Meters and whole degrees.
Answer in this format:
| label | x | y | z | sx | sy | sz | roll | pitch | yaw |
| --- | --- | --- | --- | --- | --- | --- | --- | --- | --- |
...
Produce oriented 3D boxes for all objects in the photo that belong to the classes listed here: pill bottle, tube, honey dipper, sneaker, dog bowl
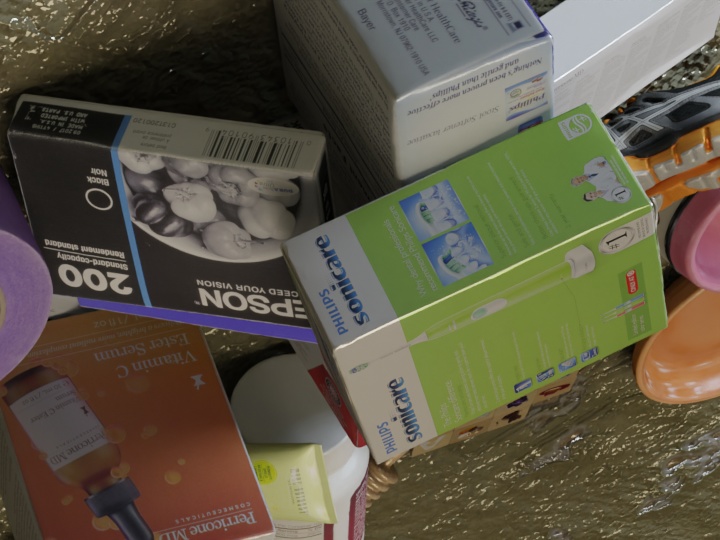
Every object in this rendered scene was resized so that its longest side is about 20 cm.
| label | x | y | z | sx | sy | sz | roll | pitch | yaw |
| --- | --- | --- | --- | --- | --- | --- | --- | --- | --- |
| pill bottle | -0.051 | 0.159 | 1.829 | 0.114 | 0.114 | 0.200 | -18 | 145 | -16 |
| tube | -0.117 | 0.150 | 1.733 | 0.200 | 0.052 | 0.058 | 1 | 170 | 15 |
| honey dipper | 0.057 | 0.121 | 1.936 | 0.200 | 0.038 | 0.038 | -43 | 145 | 14 |
| sneaker | 0.199 | -0.086 | 1.731 | 0.200 | 0.077 | 0.078 | -17 | 145 | 15 |
| dog bowl | 0.305 | -0.062 | 1.836 | 0.200 | 0.074 | 0.200 | -20 | 146 | -14 |

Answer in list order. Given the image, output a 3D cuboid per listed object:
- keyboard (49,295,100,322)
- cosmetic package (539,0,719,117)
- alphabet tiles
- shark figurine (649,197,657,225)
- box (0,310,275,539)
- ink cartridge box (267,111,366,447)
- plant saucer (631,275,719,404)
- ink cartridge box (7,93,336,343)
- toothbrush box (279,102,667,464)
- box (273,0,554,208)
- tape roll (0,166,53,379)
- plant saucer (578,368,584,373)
| label | x | y | z | sx | sy | sz | roll | pitch | yaw |
| --- | --- | --- | --- | --- | --- | --- | --- | --- | --- |
| keyboard | -0.178 | 0.017 | 1.641 | 0.056 | 0.011 | 0.200 | -49 | 143 | 19 |
| cosmetic package | 0.163 | -0.151 | 1.572 | 0.200 | 0.051 | 0.083 | -35 | 155 | -32 |
| alphabet tiles | 0.094 | 0.091 | 1.815 | 0.166 | 0.006 | 0.200 | -18 | 159 | -13 |
| shark figurine | 0.097 | -0.018 | 1.634 | 0.214 | 0.090 | 0.128 | 25 | 150 | -1 |
| box | -0.162 | 0.135 | 1.622 | 0.152 | 0.200 | 0.106 | -13 | 148 | -18 |
| ink cartridge box | 0.000 | 0.000 | 1.622 | 0.083 | 0.147 | 0.200 | -23 | 148 | -16 |
| plant saucer | 0.312 | 0.036 | 2.004 | 0.200 | 0.037 | 0.200 | -20 | 146 | -14 |
| ink cartridge box | -0.108 | -0.016 | 1.494 | 0.198 | 0.043 | 0.200 | 8 | 140 | 14 |
| toothbrush box | 0.070 | 0.010 | 1.409 | 0.200 | 0.086 | 0.146 | -26 | 148 | -4 |
| box | 0.031 | -0.121 | 1.450 | 0.105 | 0.184 | 0.200 | -23 | 147 | -12 |
| tape roll | -0.296 | 0.009 | 1.471 | 0.200 | 0.085 | 0.200 | -20 | 147 | -14 |
| plant saucer | 0.131 | 0.035 | 1.848 | 0.200 | 0.034 | 0.200 | -18 | 137 | -18 |
